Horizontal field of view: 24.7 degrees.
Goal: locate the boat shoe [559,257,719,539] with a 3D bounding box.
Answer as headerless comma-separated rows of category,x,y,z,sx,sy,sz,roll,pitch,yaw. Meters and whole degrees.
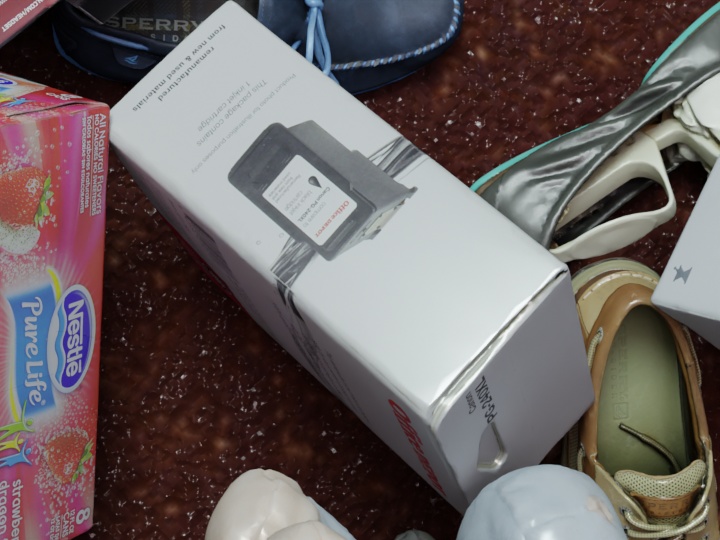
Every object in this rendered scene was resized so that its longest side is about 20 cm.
boat shoe,0.128,0.097,0.759,0.075,0.074,0.201,-12,99,-3

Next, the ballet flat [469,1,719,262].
ballet flat,0.144,-0.058,0.793,0.200,0.068,0.068,-37,58,-1

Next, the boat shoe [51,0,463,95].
boat shoe,-0.047,-0.115,0.786,0.199,0.069,0.085,-9,84,-5

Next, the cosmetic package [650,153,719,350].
cosmetic package,0.267,-0.022,0.729,0.200,0.123,0.200,31,81,-31

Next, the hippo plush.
hippo plush,0.045,0.149,0.590,0.160,0.159,0.201,-17,74,-8

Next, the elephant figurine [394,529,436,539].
elephant figurine,-0.037,0.207,0.722,0.199,0.142,0.156,-22,71,-13

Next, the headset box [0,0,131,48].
headset box,-0.153,-0.197,0.692,0.149,0.077,0.200,-36,108,9

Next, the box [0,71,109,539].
box,-0.174,0.021,0.694,0.099,0.095,0.201,19,113,34

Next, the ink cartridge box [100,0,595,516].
ink cartridge box,0.000,0.000,0.704,0.083,0.145,0.200,-45,64,-10
